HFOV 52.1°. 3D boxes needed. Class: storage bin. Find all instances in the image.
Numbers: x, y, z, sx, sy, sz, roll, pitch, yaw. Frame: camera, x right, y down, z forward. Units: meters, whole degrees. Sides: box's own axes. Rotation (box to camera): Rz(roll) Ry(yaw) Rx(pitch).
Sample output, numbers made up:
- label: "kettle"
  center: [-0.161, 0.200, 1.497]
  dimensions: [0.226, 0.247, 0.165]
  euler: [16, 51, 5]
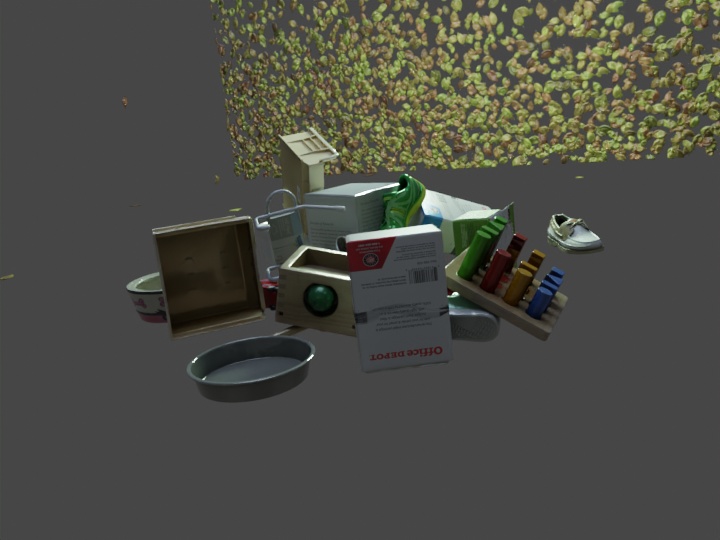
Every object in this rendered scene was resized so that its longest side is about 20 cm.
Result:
- label: "storage bin"
  center: [-0.290, 0.008, 1.425]
  dimensions: [0.196, 0.203, 0.094]
  euler: [-11, 12, -18]
- label: "storage bin"
  center: [-0.123, -0.213, 1.797]
  dimensions: [0.093, 0.202, 0.199]
  euler: [-13, 34, -20]

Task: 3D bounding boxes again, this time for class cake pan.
- label: "cake pan"
  center: [-0.165, 0.150, 1.129]
  dimensions: [0.197, 0.037, 0.200]
  euler: [-7, 14, 2]

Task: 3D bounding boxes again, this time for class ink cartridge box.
- label: "ink cartridge box"
  center: [0.209, -0.103, 1.676]
  dimensions: [0.197, 0.085, 0.147]
  euler: [14, 28, -15]
- label: "ink cartridge box"
  center: [0.261, -0.051, 1.510]
  dimensions: [0.075, 0.150, 0.200]
  euler: [-1, 14, 26]
- label: "ink cartridge box"
  center: [0.058, 0.042, 1.123]
  dimensions: [0.142, 0.203, 0.084]
  euler: [-7, 10, -1]

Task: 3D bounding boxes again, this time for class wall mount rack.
- label: "wall mount rack"
  center: [-0.110, -0.059, 1.432]
  dimensions: [0.171, 0.202, 0.075]
  euler: [-15, 31, -9]

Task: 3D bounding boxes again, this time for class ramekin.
- label: "ramekin"
  center: [-0.169, -0.081, 1.940]
  dimensions: [0.197, 0.099, 0.201]
  euler: [-6, 14, 1]

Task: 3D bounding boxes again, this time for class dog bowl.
- label: "dog bowl"
  center: [-0.389, 0.051, 1.561]
  dimensions: [0.197, 0.075, 0.200]
  euler: [-7, 14, 2]

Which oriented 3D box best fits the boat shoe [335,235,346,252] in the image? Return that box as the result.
- label: "boat shoe"
  center: [0.000, 0.000, 1.476]
  dimensions: [0.067, 0.074, 0.200]
  euler: [37, 6, -40]

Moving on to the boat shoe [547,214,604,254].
- label: "boat shoe"
  center: [0.490, -0.084, 1.703]
  dimensions: [0.074, 0.069, 0.200]
  euler: [-10, 14, -15]

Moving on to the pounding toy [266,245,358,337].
- label: "pounding toy"
  center: [-0.076, 0.057, 1.320]
  dimensions: [0.181, 0.144, 0.200]
  euler: [10, 18, 8]

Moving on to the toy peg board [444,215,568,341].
- label: "toy peg board"
  center: [0.258, -0.001, 1.231]
  dimensions: [0.198, 0.099, 0.200]
  euler: [29, 25, 15]

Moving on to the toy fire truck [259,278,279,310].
- label: "toy fire truck"
  center: [-0.130, 0.042, 1.528]
  dimensions: [0.140, 0.049, 0.198]
  euler: [-18, 17, -41]

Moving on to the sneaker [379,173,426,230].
- label: "sneaker"
  center: [0.069, -0.123, 1.585]
  dimensions: [0.074, 0.083, 0.201]
  euler: [-16, 40, 52]

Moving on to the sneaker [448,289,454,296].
- label: "sneaker"
  center: [0.119, 0.033, 1.344]
  dimensions: [0.197, 0.072, 0.112]
  euler: [12, 17, 11]

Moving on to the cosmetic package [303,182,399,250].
- label: "cosmetic package"
  center: [-0.007, -0.086, 1.668]
  dimensions: [0.165, 0.203, 0.166]
  euler: [6, 17, 42]

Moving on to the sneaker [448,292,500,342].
- label: "sneaker"
  center: [0.137, 0.067, 1.238]
  dimensions: [0.197, 0.075, 0.118]
  euler: [7, 23, 12]
